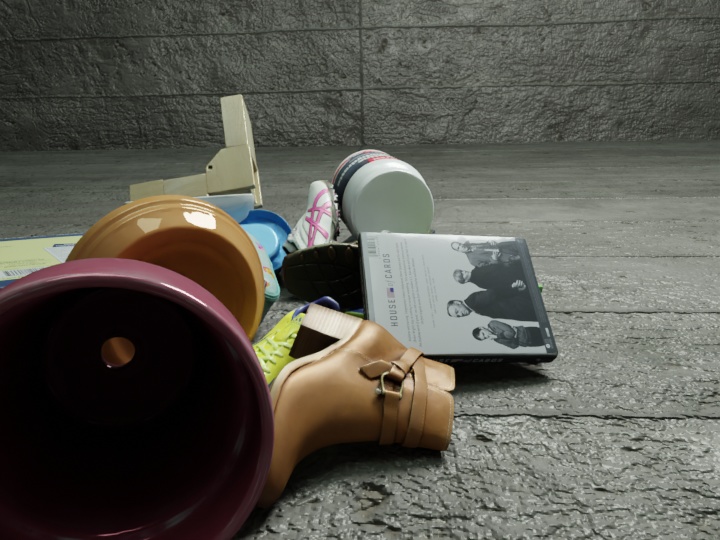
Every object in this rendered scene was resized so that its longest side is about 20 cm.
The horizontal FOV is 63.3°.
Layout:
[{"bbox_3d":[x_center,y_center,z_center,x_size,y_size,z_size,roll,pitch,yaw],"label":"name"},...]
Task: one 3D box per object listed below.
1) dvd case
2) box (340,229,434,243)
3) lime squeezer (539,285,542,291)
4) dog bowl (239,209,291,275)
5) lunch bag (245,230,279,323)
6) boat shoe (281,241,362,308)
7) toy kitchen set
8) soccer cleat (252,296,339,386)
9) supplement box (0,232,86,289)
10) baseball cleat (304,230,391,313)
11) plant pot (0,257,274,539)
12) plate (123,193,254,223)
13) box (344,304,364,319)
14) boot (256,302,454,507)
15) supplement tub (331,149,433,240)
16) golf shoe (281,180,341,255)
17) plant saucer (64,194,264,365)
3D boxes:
[{"bbox_3d":[0.099,0.027,0.627,0.197,0.025,0.152,1,56,-9],"label":"dvd case"},{"bbox_3d":[0.037,-0.030,0.978,0.135,0.038,0.200,5,19,20],"label":"box"},{"bbox_3d":[0.124,-0.002,0.740,0.198,0.038,0.070,14,22,42],"label":"lime squeezer"},{"bbox_3d":[-0.202,-0.030,0.901,0.197,0.050,0.113,-6,63,-13],"label":"dog bowl"},{"bbox_3d":[-0.190,-0.011,0.742,0.159,0.077,0.200,32,12,-28],"label":"lunch bag"},{"bbox_3d":[0.004,0.001,0.701,0.197,0.077,0.074,-1,9,-17],"label":"boat shoe"},{"bbox_3d":[-0.276,-0.165,1.018,0.197,0.183,0.164,-10,-20,-3],"label":"toy kitchen set"},{"bbox_3d":[-0.079,0.079,0.568,0.064,0.084,0.200,37,26,8],"label":"soccer cleat"},{"bbox_3d":[-0.325,0.051,0.574,0.198,0.137,0.198,-8,18,-41],"label":"supplement box"},{"bbox_3d":[0.000,0.000,0.777,0.069,0.107,0.199,35,32,16],"label":"baseball cleat"},{"bbox_3d":[-0.170,0.084,0.407,0.197,0.203,0.179,-7,12,-17],"label":"plant pot"},{"bbox_3d":[-0.277,-0.064,0.981,0.196,0.033,0.200,-7,-19,-14],"label":"plate"},{"bbox_3d":[0.066,0.053,0.711,0.120,0.048,0.200,7,19,25],"label":"box"},{"bbox_3d":[-0.001,0.121,0.480,0.153,0.074,0.201,23,47,-1],"label":"boot"},{"bbox_3d":[0.031,-0.114,0.942,0.138,0.143,0.200,-5,18,-10],"label":"supplement tub"},{"bbox_3d":[-0.073,-0.057,0.876,0.090,0.073,0.202,-1,56,-5],"label":"golf shoe"},{"bbox_3d":[-0.172,0.034,0.539,0.198,0.203,0.037,-15,23,-36],"label":"plant saucer"}]
